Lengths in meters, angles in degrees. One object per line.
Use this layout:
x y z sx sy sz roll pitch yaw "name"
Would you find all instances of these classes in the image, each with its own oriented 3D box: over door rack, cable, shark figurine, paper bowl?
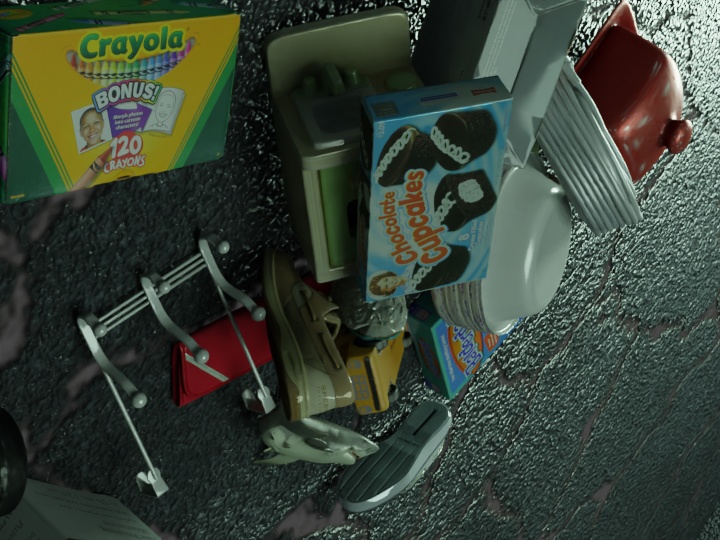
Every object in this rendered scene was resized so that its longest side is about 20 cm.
-0.148 0.088 1.001 0.147 0.066 0.201 -35 128 -32 "over door rack"
0.232 -0.131 1.220 0.069 0.201 0.200 -27 168 12 "cable"
-0.070 0.145 1.166 0.215 0.127 0.090 50 37 -64 "shark figurine"
0.159 -0.029 1.232 0.201 0.104 0.202 -39 135 -53 "paper bowl"

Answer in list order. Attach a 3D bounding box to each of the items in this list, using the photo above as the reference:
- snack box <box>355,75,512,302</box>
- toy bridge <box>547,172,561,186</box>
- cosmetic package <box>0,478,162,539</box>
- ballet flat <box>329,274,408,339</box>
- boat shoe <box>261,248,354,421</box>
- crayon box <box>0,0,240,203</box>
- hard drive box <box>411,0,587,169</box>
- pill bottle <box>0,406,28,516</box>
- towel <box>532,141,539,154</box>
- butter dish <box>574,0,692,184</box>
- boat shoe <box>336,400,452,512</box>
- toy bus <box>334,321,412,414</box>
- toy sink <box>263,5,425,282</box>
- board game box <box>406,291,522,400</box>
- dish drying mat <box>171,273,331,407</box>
0.056 -0.063 0.952 0.115 0.037 0.201 -11 137 -12 "snack box"
0.195 -0.015 1.363 0.067 0.027 0.201 24 94 -57 "toy bridge"
-0.237 0.296 0.944 0.166 0.199 0.165 -59 147 -2 "cosmetic package"
0.000 0.000 1.084 0.071 0.200 0.072 -3 111 -8 "ballet flat"
-0.050 0.053 1.024 0.064 0.201 0.072 -9 133 -8 "boat shoe"
-0.183 -0.129 0.824 0.199 0.058 0.119 -19 129 -45 "crayon box"
0.112 -0.198 1.039 0.076 0.200 0.157 15 107 -17 "hard drive box"
-0.335 0.146 0.781 0.199 0.112 0.112 -4 118 -53 "pill bottle"
0.155 -0.155 1.291 0.144 0.023 0.201 -44 144 -25 "towel"
0.331 -0.184 1.386 0.200 0.147 0.200 -53 146 -12 "butter dish"
0.049 0.242 1.400 0.200 0.073 0.067 -35 137 -35 "boat shoe"
0.003 0.064 1.108 0.200 0.078 0.065 -69 149 -64 "toy bus"
0.001 -0.105 0.994 0.130 0.112 0.201 -14 132 -10 "toy sink"
0.145 0.040 1.403 0.200 0.045 0.153 -45 144 -21 "board game box"
-0.101 0.063 1.115 0.199 0.018 0.077 -26 129 -41 "dish drying mat"
